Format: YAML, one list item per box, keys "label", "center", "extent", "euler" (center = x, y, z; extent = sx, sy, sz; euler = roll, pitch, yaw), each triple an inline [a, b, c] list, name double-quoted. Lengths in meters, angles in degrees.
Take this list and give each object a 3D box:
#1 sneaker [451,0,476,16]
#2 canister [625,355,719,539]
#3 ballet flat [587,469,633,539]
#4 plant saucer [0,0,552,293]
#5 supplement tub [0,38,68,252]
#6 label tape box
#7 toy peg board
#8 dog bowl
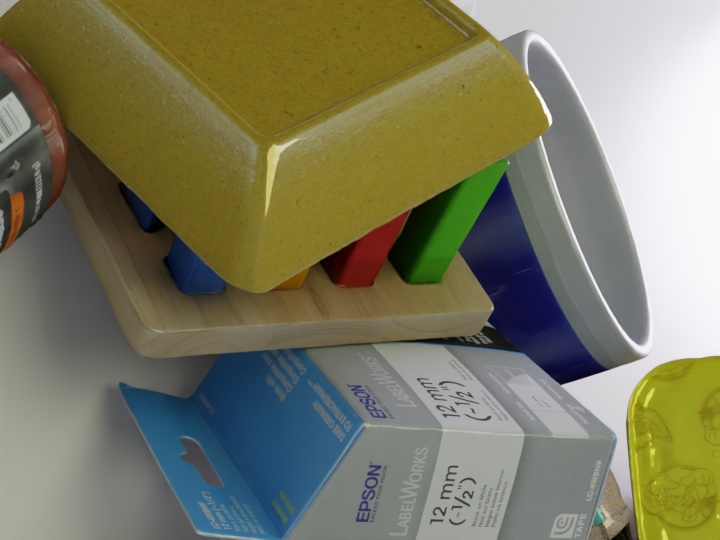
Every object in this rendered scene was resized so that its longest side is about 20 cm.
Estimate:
- label: "sneaker"
  center: [0.006, -0.149, 0.958]
  extent: [0.116, 0.073, 0.200]
  euler: [52, 44, -9]
- label: "canister"
  center: [0.206, 0.153, 0.941]
  extent: [0.200, 0.085, 0.150]
  euler: [64, 21, -65]
- label: "ballet flat"
  center: [0.123, 0.158, 0.881]
  extent: [0.067, 0.068, 0.200]
  euler: [55, -4, 28]
- label: "plant saucer"
  center: [-0.038, -0.104, 0.737]
  extent: [0.199, 0.049, 0.200]
  euler: [-29, 59, -34]
- label: "supplement tub"
  center: [-0.217, -0.017, 0.663]
  extent: [0.107, 0.106, 0.200]
  euler: [53, 46, -13]
- label: "label tape box"
  center: [0.000, 0.069, 0.766]
  extent: [0.198, 0.143, 0.067]
  euler: [8, 108, -26]
- label: "toy peg board"
  center: [-0.042, -0.069, 0.783]
  extent: [0.197, 0.098, 0.201]
  euler: [-2, 45, -36]
- label: "dog bowl"
  center: [0.100, -0.033, 0.941]
  extent: [0.201, 0.078, 0.201]
  euler: [54, 25, -39]
